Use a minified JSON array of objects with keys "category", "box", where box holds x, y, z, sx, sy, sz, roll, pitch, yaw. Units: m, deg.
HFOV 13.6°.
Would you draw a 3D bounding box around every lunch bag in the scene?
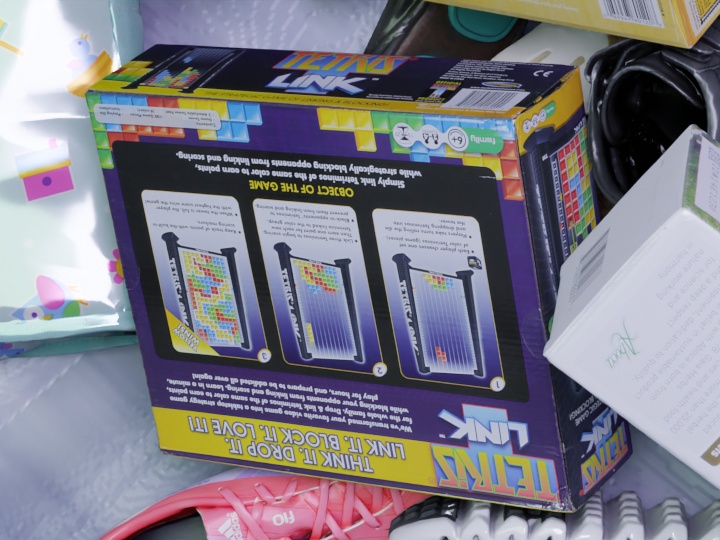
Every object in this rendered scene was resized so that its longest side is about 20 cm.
[{"category":"lunch bag","box":[-0.173,-0.044,1.295,0.199,0.122,0.171,-7,83,25]}]

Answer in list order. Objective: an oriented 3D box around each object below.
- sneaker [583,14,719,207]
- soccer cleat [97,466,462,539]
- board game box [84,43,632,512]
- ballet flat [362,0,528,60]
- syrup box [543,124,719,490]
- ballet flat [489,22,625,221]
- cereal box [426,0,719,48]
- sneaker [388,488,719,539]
[{"category":"sneaker","box":[0.129,-0.094,1.145,0.070,0.099,0.201,-17,66,33]},{"category":"soccer cleat","box":[-0.028,0.103,1.255,0.199,0.073,0.069,-23,78,15]},{"category":"board game box","box":[0.000,0.000,1.182,0.199,0.057,0.166,6,119,32]},{"category":"ballet flat","box":[0.032,-0.093,1.255,0.068,0.068,0.201,22,87,60]},{"category":"syrup box","box":[0.168,0.047,1.070,0.200,0.079,0.081,37,115,-9]},{"category":"ballet flat","box":[0.074,-0.046,1.226,0.068,0.072,0.201,25,97,53]},{"category":"cereal box","box":[0.117,-0.170,1.164,0.143,0.040,0.200,15,50,39]},{"category":"sneaker","box":[0.108,0.128,1.202,0.199,0.075,0.082,6,103,10]}]
